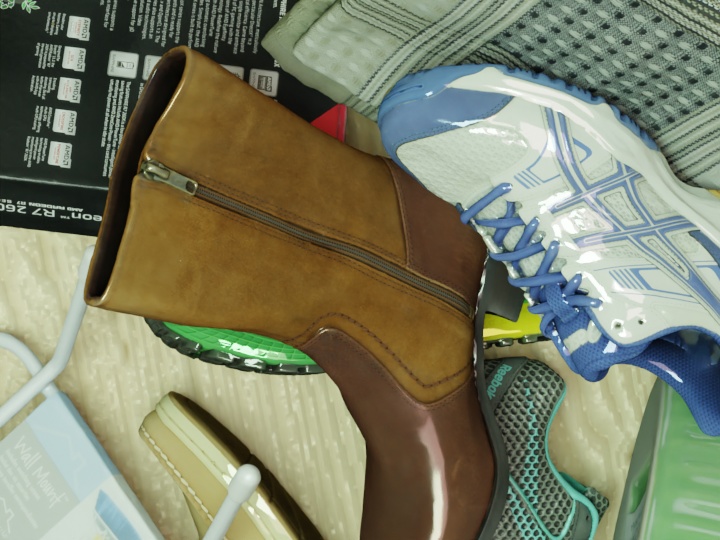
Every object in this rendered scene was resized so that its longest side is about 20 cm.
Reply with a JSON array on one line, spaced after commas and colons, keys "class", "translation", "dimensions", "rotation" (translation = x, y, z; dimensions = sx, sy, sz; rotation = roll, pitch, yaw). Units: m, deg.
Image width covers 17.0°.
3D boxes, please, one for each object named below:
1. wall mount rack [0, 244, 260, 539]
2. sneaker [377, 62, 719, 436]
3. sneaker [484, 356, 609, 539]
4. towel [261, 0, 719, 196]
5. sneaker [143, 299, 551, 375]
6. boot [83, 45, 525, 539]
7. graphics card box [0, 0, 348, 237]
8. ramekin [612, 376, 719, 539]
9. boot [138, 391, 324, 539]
[{"class": "wall mount rack", "translation": [-0.121, 0.092, 1.031], "dimensions": [0.174, 0.075, 0.200], "rotation": [-43, 72, 17]}, {"class": "sneaker", "translation": [0.091, -0.007, 0.949], "dimensions": [0.200, 0.075, 0.088], "rotation": [27, 62, -11]}, {"class": "sneaker", "translation": [0.073, 0.130, 1.092], "dimensions": [0.091, 0.078, 0.201], "rotation": [-15, 103, -9]}, {"class": "towel", "translation": [0.080, -0.074, 0.955], "dimensions": [0.192, 0.200, 0.035], "rotation": [28, 63, -19]}, {"class": "sneaker", "translation": [0.000, 0.000, 1.075], "dimensions": [0.199, 0.078, 0.085], "rotation": [-9, 92, -11]}, {"class": "boot", "translation": [-0.020, 0.031, 0.948], "dimensions": [0.200, 0.068, 0.189], "rotation": [20, 83, -42]}, {"class": "graphics card box", "translation": [-0.105, -0.077, 1.035], "dimensions": [0.199, 0.051, 0.126], "rotation": [6, 64, -5]}, {"class": "ramekin", "translation": [0.159, 0.134, 1.037], "dimensions": [0.097, 0.200, 0.201], "rotation": [12, 97, 4]}, {"class": "boot", "translation": [-0.078, 0.171, 1.091], "dimensions": [0.155, 0.073, 0.200], "rotation": [-34, 101, 3]}]
